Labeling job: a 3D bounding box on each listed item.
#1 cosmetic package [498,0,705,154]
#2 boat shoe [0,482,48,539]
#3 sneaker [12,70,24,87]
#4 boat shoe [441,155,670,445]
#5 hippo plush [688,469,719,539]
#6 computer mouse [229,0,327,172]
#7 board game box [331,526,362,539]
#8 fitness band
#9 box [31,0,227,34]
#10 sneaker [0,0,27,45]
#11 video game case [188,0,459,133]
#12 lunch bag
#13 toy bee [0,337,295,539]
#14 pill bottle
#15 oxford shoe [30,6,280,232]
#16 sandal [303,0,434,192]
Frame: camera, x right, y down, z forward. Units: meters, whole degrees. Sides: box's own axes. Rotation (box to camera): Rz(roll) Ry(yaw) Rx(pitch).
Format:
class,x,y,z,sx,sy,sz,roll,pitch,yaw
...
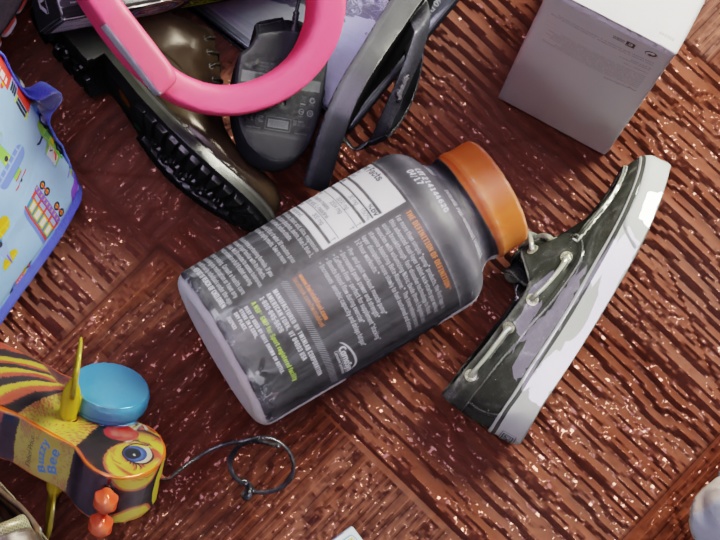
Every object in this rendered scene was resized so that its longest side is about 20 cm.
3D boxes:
class,x,y,z,sx,sy,sz,roll,pitch,yaw
cosmetic package,0.153,-0.156,1.272,0.085,0.200,0.108,27,75,1
boat shoe,-0.198,0.174,1.186,0.075,0.075,0.202,-25,37,-22
sneaker,-0.315,-0.095,1.292,0.199,0.079,0.130,-38,81,-10
boat shoe,0.120,0.007,1.302,0.064,0.071,0.200,32,80,2
hippo plush,0.211,0.224,1.247,0.161,0.159,0.200,-33,64,21
computer mouse,-0.043,-0.159,1.284,0.059,0.034,0.200,10,91,-18
board game box,-0.008,0.267,1.190,0.043,0.199,0.200,-43,81,34
fitness band,-0.096,-0.183,1.234,0.144,0.037,0.200,-38,103,-13
box,-0.115,-0.240,1.290,0.200,0.044,0.161,-15,90,-26
sneaker,-0.263,-0.141,1.230,0.077,0.082,0.200,47,68,-1
video game case,-0.041,-0.202,1.363,0.200,0.019,0.143,38,79,5
lunch bag,-0.244,-0.038,1.231,0.094,0.151,0.200,27,67,38
toy bee,-0.154,0.101,1.235,0.200,0.109,0.131,0,116,18
pill bottle,0.000,0.000,1.277,0.200,0.106,0.106,-30,81,-9
oxford shoe,-0.108,-0.111,1.313,0.084,0.073,0.200,-39,86,-19
sandal,0.025,-0.134,1.305,0.043,0.076,0.200,30,78,1
